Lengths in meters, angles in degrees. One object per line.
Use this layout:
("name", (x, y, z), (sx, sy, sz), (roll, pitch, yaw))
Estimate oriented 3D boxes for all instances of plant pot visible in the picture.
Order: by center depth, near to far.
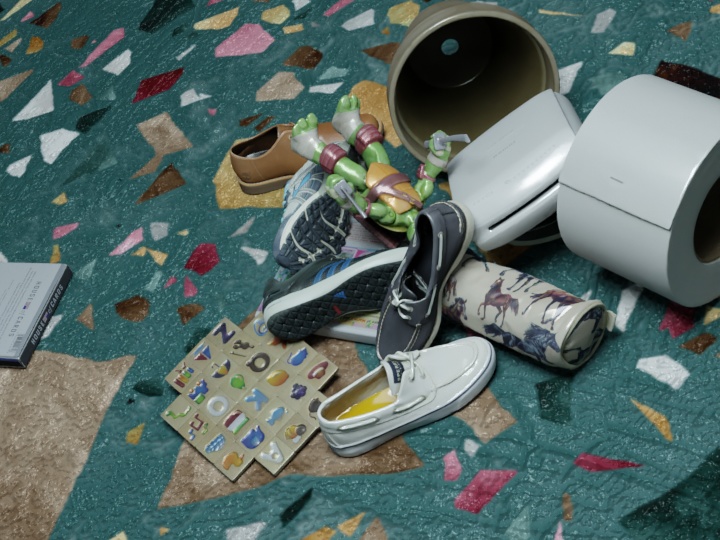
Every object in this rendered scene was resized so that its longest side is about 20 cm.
("plant pot", (0.121, -0.241, 1.607), (0.199, 0.201, 0.174), (-21, 30, 5))

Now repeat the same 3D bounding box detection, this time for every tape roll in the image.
("tape roll", (0.313, -0.082, 1.357), (0.203, 0.203, 0.139), (-45, 48, -17))

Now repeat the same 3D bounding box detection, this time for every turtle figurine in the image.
("turtle figurine", (0.021, -0.126, 1.472), (0.144, 0.200, 0.194), (-46, 64, -1))

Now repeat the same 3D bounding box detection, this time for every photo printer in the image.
("photo printer", (0.174, -0.108, 1.464), (0.166, 0.070, 0.200), (-36, 19, 14))

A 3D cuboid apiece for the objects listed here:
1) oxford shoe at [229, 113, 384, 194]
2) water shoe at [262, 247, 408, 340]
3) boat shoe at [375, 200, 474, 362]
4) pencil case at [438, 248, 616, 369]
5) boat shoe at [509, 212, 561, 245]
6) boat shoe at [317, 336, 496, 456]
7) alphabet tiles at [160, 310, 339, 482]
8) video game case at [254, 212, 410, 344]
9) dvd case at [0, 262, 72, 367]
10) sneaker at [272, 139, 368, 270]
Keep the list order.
("oxford shoe", (-0.069, -0.158, 1.683), (0.199, 0.071, 0.071), (-19, 44, 5))
("water shoe", (-0.019, 0.006, 1.486), (0.199, 0.072, 0.079), (-20, 44, 5))
("boat shoe", (0.051, 0.017, 1.400), (0.073, 0.063, 0.201), (38, 117, 32))
("pencil case", (0.163, 0.036, 1.405), (0.200, 0.078, 0.089), (24, 50, 37))
("boat shoe", (0.241, -0.093, 1.493), (0.199, 0.068, 0.072), (-25, 46, 7))
("boat shoe", (0.046, 0.118, 1.391), (0.199, 0.070, 0.071), (-27, 45, 1))
("alphabet tiles", (-0.123, 0.135, 1.480), (0.166, 0.006, 0.200), (-46, 53, -13))
("video game case", (0.000, 0.000, 1.548), (0.199, 0.024, 0.182), (8, 55, 28))
("dvd case", (-0.478, 0.053, 1.710), (0.199, 0.025, 0.151), (2, 52, 24))
("sneaker", (-0.056, -0.074, 1.580), (0.086, 0.078, 0.200), (-1, 43, 37))
